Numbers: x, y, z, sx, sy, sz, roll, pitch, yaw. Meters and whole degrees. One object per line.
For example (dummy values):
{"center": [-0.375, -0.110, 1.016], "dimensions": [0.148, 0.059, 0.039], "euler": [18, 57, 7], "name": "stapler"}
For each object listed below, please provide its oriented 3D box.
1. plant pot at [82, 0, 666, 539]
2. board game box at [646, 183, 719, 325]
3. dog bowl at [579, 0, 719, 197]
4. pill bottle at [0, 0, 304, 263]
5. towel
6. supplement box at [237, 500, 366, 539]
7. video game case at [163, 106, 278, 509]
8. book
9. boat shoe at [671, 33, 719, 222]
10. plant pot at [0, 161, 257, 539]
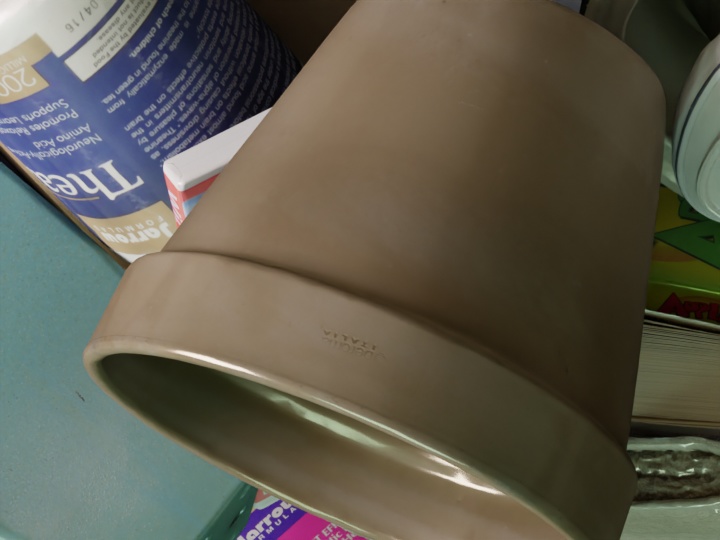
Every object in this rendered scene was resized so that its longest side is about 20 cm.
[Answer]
{"center": [0.024, -0.005, 0.985], "dimensions": [0.199, 0.174, 0.200], "euler": [21, 166, 6], "name": "plant pot"}
{"center": [0.158, -0.015, 1.113], "dimensions": [0.199, 0.102, 0.048], "euler": [10, 145, 6], "name": "board game box"}
{"center": [0.183, -0.097, 1.019], "dimensions": [0.199, 0.074, 0.201], "euler": [10, 145, 7], "name": "dog bowl"}
{"center": [-0.086, -0.071, 1.119], "dimensions": [0.111, 0.111, 0.200], "euler": [-13, 136, 34], "name": "pill bottle"}
{"center": [0.082, 0.093, 1.109], "dimensions": [0.199, 0.035, 0.132], "euler": [-1, 164, 26], "name": "towel"}
{"center": [0.017, 0.195, 1.367], "dimensions": [0.200, 0.101, 0.103], "euler": [39, 168, 47], "name": "supplement box"}
{"center": [0.000, 0.000, 1.138], "dimensions": [0.143, 0.017, 0.201], "euler": [-27, 138, -16], "name": "video game case"}
{"center": [0.131, 0.072, 1.143], "dimensions": [0.133, 0.048, 0.200], "euler": [9, 161, -2], "name": "book"}
{"center": [0.164, -0.061, 0.953], "dimensions": [0.073, 0.066, 0.200], "euler": [22, 144, -10], "name": "boat shoe"}
{"center": [-0.146, 0.066, 1.155], "dimensions": [0.200, 0.141, 0.141], "euler": [36, 155, 8], "name": "plant pot"}
